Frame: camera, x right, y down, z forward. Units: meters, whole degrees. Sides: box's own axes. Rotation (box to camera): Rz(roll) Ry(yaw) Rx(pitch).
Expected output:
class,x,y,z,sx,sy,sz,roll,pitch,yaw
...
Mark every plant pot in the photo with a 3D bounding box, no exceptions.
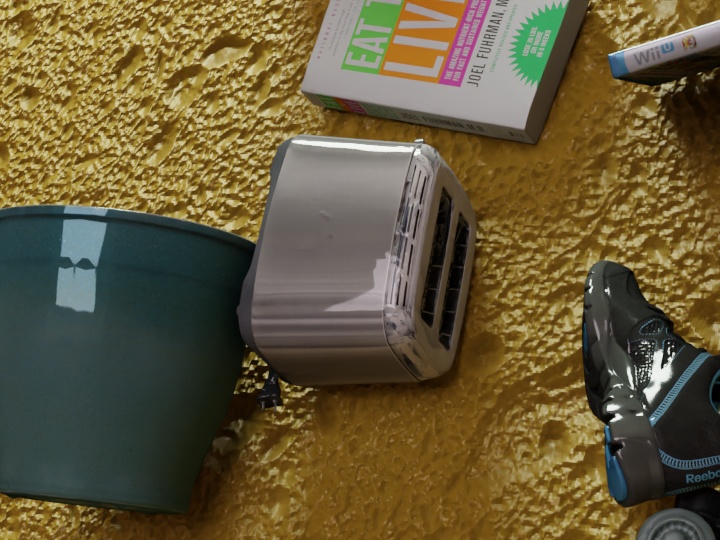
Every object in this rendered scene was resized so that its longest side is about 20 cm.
class,x,y,z,sx,sy,sz,roll,pitch,yaw
plant pot,-0.173,0.070,1.115,0.198,0.200,0.190,-1,77,29

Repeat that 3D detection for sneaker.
class,x,y,z,sx,sy,sz,roll,pitch,yaw
sneaker,0.180,0.066,0.978,0.081,0.074,0.201,-7,38,3

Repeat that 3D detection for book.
class,x,y,z,sx,sy,sz,roll,pitch,yaw
book,0.063,-0.173,1.210,0.198,0.048,0.135,12,74,32

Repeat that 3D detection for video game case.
class,x,y,z,sx,sy,sz,roll,pitch,yaw
video game case,0.268,-0.156,1.027,0.198,0.143,0.018,-16,89,21

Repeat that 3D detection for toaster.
class,x,y,z,sx,sy,sz,roll,pitch,yaw
toaster,0.000,0.000,1.099,0.128,0.114,0.202,-1,61,26

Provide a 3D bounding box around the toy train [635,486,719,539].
class,x,y,z,sx,sy,sz,roll,pitch,yaw
toy train,0.201,0.219,0.887,0.113,0.085,0.202,7,63,17
